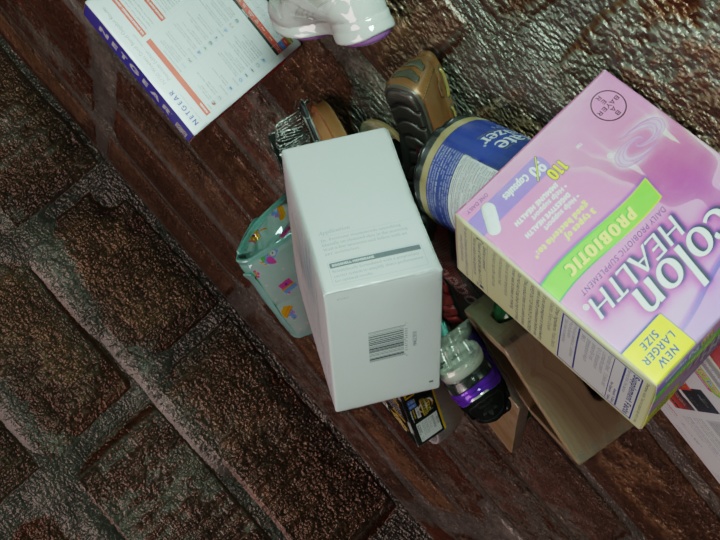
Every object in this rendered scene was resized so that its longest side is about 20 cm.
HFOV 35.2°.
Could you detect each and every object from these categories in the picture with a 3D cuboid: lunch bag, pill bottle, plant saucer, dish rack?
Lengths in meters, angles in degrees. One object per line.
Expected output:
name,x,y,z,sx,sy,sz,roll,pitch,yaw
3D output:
lunch bag,-0.070,-0.023,1.623,0.122,0.200,0.171,29,158,50
pill bottle,0.148,-0.064,1.044,0.199,0.112,0.112,32,159,46
plant saucer,-0.021,-0.117,1.448,0.200,0.032,0.203,156,91,-85
dish rack,-0.061,-0.121,1.378,0.200,0.054,0.155,130,115,-83

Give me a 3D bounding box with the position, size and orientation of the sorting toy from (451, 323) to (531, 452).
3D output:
sorting toy,0.169,0.116,1.500,0.201,0.069,0.199,52,168,22

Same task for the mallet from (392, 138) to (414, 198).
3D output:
mallet,0.016,-0.073,1.309,0.066,0.041,0.200,45,139,4

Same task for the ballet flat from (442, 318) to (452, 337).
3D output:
ballet flat,0.045,0.028,1.434,0.200,0.068,0.068,45,-172,6

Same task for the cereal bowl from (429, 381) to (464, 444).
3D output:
cereal bowl,0.079,0.129,1.526,0.201,0.083,0.200,55,169,15

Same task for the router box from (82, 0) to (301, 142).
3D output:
router box,-0.201,-0.291,1.361,0.201,0.179,0.049,51,165,-8

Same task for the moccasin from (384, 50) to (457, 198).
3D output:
moccasin,0.078,-0.134,1.170,0.073,0.078,0.203,15,143,38

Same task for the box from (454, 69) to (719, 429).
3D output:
box,0.201,-0.019,0.870,0.200,0.176,0.097,43,166,22

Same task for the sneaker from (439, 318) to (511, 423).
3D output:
sneaker,0.126,0.124,1.286,0.100,0.069,0.200,54,-173,-7

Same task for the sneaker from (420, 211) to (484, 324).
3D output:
sneaker,0.125,-0.006,1.321,0.097,0.072,0.201,5,146,25

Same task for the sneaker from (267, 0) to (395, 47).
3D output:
sneaker,-0.036,-0.284,1.144,0.199,0.074,0.101,21,136,53

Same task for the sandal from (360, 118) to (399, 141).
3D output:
sandal,0.040,-0.112,1.326,0.211,0.070,0.078,34,160,46

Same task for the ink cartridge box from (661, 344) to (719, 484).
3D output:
ink cartridge box,0.331,0.107,0.982,0.201,0.084,0.175,51,170,-8

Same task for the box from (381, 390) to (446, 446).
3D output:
box,0.017,0.097,1.374,0.200,0.049,0.161,47,167,40

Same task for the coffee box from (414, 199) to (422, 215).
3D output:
coffee box,0.069,-0.035,1.491,0.123,0.044,0.200,47,166,12

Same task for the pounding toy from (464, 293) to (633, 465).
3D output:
pounding toy,0.216,0.067,1.195,0.201,0.141,0.184,55,179,-17

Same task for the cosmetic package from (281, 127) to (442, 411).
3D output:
cosmetic package,0.000,0.000,1.181,0.201,0.121,0.202,86,170,-50
